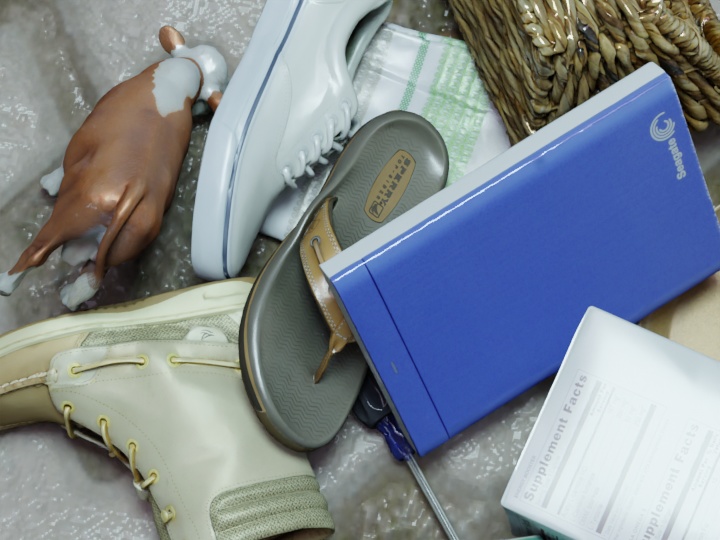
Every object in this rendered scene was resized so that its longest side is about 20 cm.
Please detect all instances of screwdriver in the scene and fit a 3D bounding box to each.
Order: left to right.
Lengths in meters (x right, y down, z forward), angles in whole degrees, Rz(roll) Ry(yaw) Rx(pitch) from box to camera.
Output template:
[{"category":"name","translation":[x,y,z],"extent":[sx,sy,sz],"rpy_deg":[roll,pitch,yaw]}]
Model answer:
[{"category":"screwdriver","translation":[0.034,0.116,1.056],"extent":[0.028,0.029,0.201],"rpy_deg":[-28,76,-6]}]

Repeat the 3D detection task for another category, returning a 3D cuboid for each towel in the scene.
[{"category":"towel","translation":[0.020,-0.072,1.116],"extent":[0.199,0.031,0.150],"rpy_deg":[17,72,10]}]

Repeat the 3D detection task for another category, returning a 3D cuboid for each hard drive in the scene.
[{"category":"hard drive","translation":[0.090,-0.003,1.012],"extent":[0.199,0.132,0.025],"rpy_deg":[-31,38,-6]}]

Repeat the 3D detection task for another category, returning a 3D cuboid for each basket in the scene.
[{"category":"basket","translation":[0.127,-0.177,1.065],"extent":[0.148,0.143,0.201],"rpy_deg":[-15,58,-8]}]

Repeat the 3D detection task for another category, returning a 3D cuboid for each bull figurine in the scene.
[{"category":"bull figurine","translation":[-0.132,-0.054,1.069],"extent":[0.065,0.200,0.121],"rpy_deg":[38,117,-11]}]

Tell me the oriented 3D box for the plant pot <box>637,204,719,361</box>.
[{"category":"plant pot","translation":[0.249,0.049,1.060],"extent":[0.198,0.028,0.202],"rpy_deg":[-1,71,4]}]

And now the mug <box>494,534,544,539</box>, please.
[{"category":"mug","translation":[0.038,0.193,0.949],"extent":[0.184,0.152,0.115],"rpy_deg":[-8,83,4]}]

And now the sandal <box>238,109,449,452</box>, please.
[{"category":"sandal","translation":[0.000,0.000,1.038],"extent":[0.082,0.054,0.201],"rpy_deg":[39,68,-22]}]

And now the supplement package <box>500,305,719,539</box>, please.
[{"category":"supplement package","translation":[0.182,0.116,0.967],"extent":[0.199,0.114,0.110],"rpy_deg":[24,79,12]}]

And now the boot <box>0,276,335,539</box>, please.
[{"category":"boot","translation":[-0.123,0.100,1.045],"extent":[0.198,0.073,0.156],"rpy_deg":[-14,71,-6]}]

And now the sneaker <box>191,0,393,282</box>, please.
[{"category":"sneaker","translation":[-0.037,-0.084,1.078],"extent":[0.070,0.073,0.201],"rpy_deg":[16,76,11]}]
